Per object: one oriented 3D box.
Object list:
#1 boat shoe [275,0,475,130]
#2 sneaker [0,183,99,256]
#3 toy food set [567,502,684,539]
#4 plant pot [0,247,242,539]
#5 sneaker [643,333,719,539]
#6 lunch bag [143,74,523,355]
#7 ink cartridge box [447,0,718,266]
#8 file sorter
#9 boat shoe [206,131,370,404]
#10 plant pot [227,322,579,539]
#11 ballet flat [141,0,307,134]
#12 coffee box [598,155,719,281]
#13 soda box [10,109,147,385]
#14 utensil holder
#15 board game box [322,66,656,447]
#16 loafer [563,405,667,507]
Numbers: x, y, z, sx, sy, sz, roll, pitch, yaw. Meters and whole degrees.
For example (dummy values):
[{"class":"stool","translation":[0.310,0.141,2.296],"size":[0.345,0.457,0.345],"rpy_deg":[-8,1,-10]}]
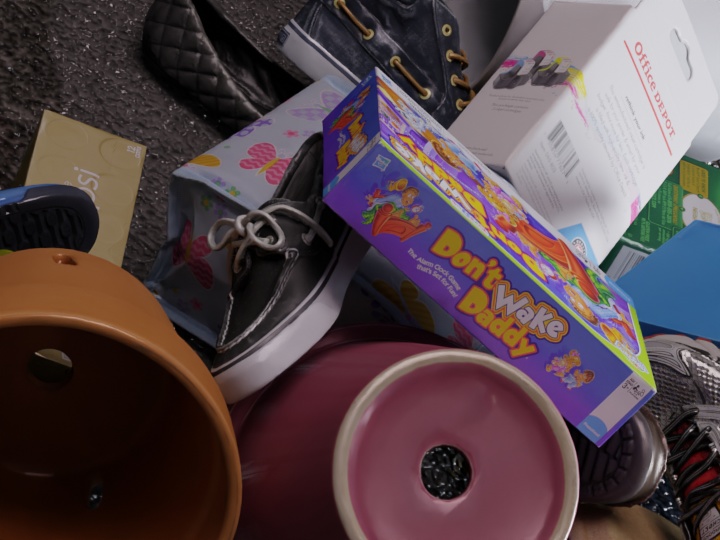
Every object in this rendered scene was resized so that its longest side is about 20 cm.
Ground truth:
[{"class":"boat shoe","translation":[0.049,-0.117,1.852],"size":[0.200,0.091,0.071],"rpy_deg":[38,8,-8]},{"class":"sneaker","translation":[-0.240,-0.004,1.558],"size":[0.200,0.066,0.078],"rpy_deg":[-27,37,-8]},{"class":"toy food set","translation":[0.179,0.205,1.616],"size":[0.200,0.049,0.198],"rpy_deg":[46,17,4]},{"class":"plant pot","translation":[-0.160,0.079,1.488],"size":[0.199,0.201,0.140],"rpy_deg":[19,24,-12]},{"class":"sneaker","translation":[0.210,0.119,1.628],"size":[0.200,0.078,0.082],"rpy_deg":[51,38,13]},{"class":"lunch bag","translation":[0.000,0.000,1.705],"size":[0.200,0.127,0.170],"rpy_deg":[30,38,18]},{"class":"ink cartridge box","translation":[0.136,-0.088,1.822],"size":[0.068,0.115,0.200],"rpy_deg":[9,47,41]},{"class":"file sorter","translation":[0.252,0.069,1.724],"size":[0.199,0.123,0.139],"rpy_deg":[15,30,31]},{"class":"boat shoe","translation":[-0.041,-0.008,1.538],"size":[0.068,0.073,0.199],"rpy_deg":[50,41,-15]},{"class":"plant pot","translation":[0.024,0.118,1.493],"size":[0.199,0.179,0.201],"rpy_deg":[3,79,-15]},{"class":"ballet flat","translation":[-0.055,-0.110,1.839],"size":[0.200,0.057,0.066],"rpy_deg":[35,37,6]},{"class":"coffee box","translation":[0.248,-0.008,1.894],"size":[0.199,0.044,0.123],"rpy_deg":[20,37,-10]},{"class":"soda box","translation":[-0.174,0.001,1.646],"size":[0.068,0.064,0.200],"rpy_deg":[20,41,-11]},{"class":"utensil holder","translation":[0.166,-0.173,1.953],"size":[0.199,0.170,0.170],"rpy_deg":[13,42,-21]},{"class":"board game box","translation":[0.066,-0.009,1.543],"size":[0.200,0.045,0.135],"rpy_deg":[41,15,-15]},{"class":"loafer","translation":[0.123,0.090,1.664],"size":[0.071,0.073,0.200],"rpy_deg":[19,3,-28]}]
